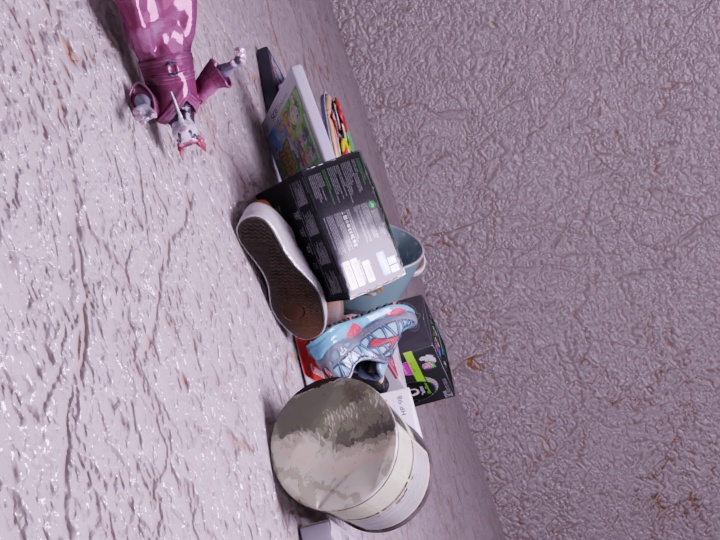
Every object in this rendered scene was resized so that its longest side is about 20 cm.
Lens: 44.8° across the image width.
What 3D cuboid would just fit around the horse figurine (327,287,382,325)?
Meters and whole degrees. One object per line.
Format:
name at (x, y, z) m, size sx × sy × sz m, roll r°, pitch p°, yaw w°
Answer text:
horse figurine at (-0.027, 0.063, 1.346) m, size 0.050 × 0.132 × 0.201 m, roll -76°, pitch 160°, yaw -54°

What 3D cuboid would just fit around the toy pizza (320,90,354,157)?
toy pizza at (-0.030, -0.201, 1.455) m, size 0.200 × 0.032 × 0.201 m, roll -12°, pitch 90°, yaw -86°

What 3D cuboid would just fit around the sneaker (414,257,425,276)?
sneaker at (0.026, -0.036, 1.585) m, size 0.073 × 0.199 × 0.085 m, roll -63°, pitch 166°, yaw -18°

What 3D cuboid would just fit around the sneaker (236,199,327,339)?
sneaker at (-0.094, -0.006, 1.146) m, size 0.085 × 0.072 × 0.201 m, roll -86°, pitch 156°, yaw -61°

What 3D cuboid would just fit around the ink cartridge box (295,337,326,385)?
ink cartridge box at (-0.032, 0.189, 1.247) m, size 0.163 × 0.057 × 0.201 m, roll 49°, pitch 29°, yaw -70°

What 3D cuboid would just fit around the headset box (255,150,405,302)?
headset box at (-0.049, -0.049, 1.185) m, size 0.200 × 0.092 × 0.175 m, roll -14°, pitch -83°, yaw 64°

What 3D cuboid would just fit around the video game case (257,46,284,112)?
video game case at (-0.132, -0.272, 1.580) m, size 0.181 × 0.025 × 0.201 m, roll 58°, pitch 17°, yaw -59°

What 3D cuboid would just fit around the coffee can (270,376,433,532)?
coffee can at (-0.004, 0.222, 1.029) m, size 0.200 × 0.146 × 0.147 m, roll 56°, pitch 19°, yaw -63°

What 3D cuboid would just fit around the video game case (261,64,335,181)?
video game case at (-0.091, -0.178, 1.324) m, size 0.201 × 0.022 × 0.182 m, roll 70°, pitch -25°, yaw 12°

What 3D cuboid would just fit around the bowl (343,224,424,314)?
bowl at (0.000, 0.000, 1.433) m, size 0.201 × 0.200 × 0.106 m, roll -89°, pitch -175°, yaw -64°

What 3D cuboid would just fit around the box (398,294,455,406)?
box at (0.086, 0.165, 1.694) m, size 0.200 × 0.148 × 0.125 m, roll 62°, pitch 15°, yaw -50°

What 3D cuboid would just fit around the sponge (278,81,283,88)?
sponge at (-0.104, -0.294, 1.567) m, size 0.200 × 0.030 × 0.112 m, roll -81°, pitch 152°, yaw -71°

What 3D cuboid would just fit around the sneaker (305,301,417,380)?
sneaker at (0.012, 0.111, 1.247) m, size 0.199 × 0.079 × 0.096 m, roll -18°, pitch 78°, yaw -40°

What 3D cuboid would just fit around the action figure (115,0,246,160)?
action figure at (-0.205, -0.211, 0.887) m, size 0.149 × 0.134 × 0.201 m, roll 16°, pitch -60°, yaw 48°

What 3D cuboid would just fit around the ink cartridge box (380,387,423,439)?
ink cartridge box at (0.046, 0.249, 1.324) m, size 0.200 × 0.066 × 0.116 m, roll 120°, pitch -43°, yaw -70°

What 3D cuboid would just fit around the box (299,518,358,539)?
box at (-0.012, 0.400, 0.984) m, size 0.156 × 0.041 × 0.201 m, roll 58°, pitch 16°, yaw -58°

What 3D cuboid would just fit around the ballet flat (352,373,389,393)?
ballet flat at (0.013, 0.166, 1.356) m, size 0.200 × 0.066 × 0.057 m, roll 87°, pitch 28°, yaw -74°

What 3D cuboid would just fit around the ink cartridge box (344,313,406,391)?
ink cartridge box at (0.010, 0.112, 1.538) m, size 0.144 × 0.083 × 0.201 m, roll 60°, pitch 14°, yaw -54°
